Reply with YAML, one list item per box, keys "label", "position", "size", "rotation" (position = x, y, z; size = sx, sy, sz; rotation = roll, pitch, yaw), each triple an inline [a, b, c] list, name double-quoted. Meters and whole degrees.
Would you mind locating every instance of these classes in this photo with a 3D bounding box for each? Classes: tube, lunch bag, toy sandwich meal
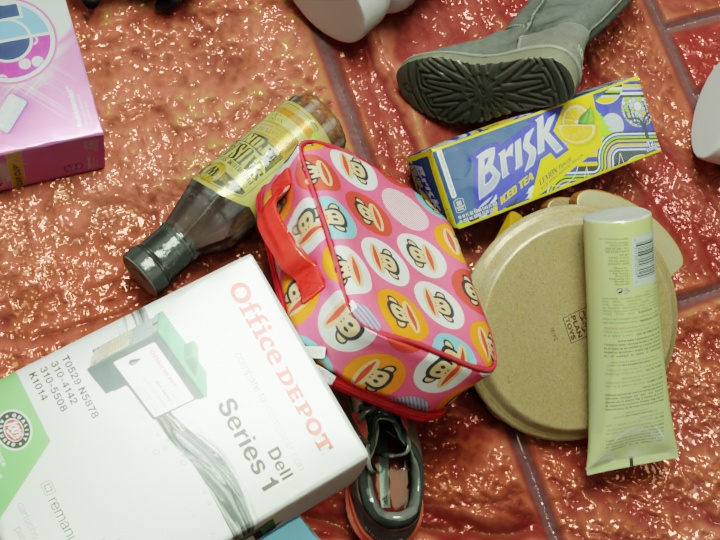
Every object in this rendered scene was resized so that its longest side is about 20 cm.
- label: "tube"
  position: [0.199, 0.055, 0.830]
  size: [0.052, 0.058, 0.202]
  rotation: [-26, 112, -56]
- label: "lunch bag"
  position: [0.000, 0.000, 0.788]
  size: [0.175, 0.082, 0.201]
  rotation: [24, 34, -36]
- label: "toy sandwich meal"
  position: [0.163, 0.033, 0.878]
  size: [0.203, 0.070, 0.207]
  rotation: [-1, 96, -13]

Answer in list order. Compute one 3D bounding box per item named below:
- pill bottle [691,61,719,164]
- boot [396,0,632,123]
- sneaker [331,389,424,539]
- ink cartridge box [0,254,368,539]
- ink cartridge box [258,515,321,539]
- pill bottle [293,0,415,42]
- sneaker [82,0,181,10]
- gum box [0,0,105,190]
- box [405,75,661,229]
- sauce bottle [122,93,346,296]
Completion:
- label: "pill bottle"
  position: [0.397, -0.115, 0.945]
  size: [0.198, 0.120, 0.121]
  rotation: [13, 70, -6]
- label: "boot"
  position: [0.145, -0.214, 0.946]
  size: [0.180, 0.073, 0.201]
  rotation: [5, 49, 30]
- label: "sneaker"
  position: [0.015, 0.102, 0.819]
  size: [0.076, 0.082, 0.202]
  rotation: [-10, 72, -13]
- label: "ink cartridge box"
  position: [-0.115, 0.102, 0.640]
  size: [0.199, 0.084, 0.147]
  rotation: [-28, 76, -17]
- label: "ink cartridge box"
  position: [-0.136, 0.219, 0.718]
  size: [0.200, 0.147, 0.146]
  rotation: [-40, 82, -21]
- label: "pill bottle"
  position: [0.031, -0.294, 0.936]
  size: [0.114, 0.114, 0.200]
  rotation: [41, 70, 4]
- label: "sneaker"
  position: [-0.151, -0.264, 0.923]
  size: [0.198, 0.077, 0.085]
  rotation: [-16, 93, -12]
- label: "gum box"
  position: [-0.281, -0.170, 0.860]
  size: [0.113, 0.066, 0.202]
  rotation: [-15, 75, -17]
- label: "box"
  position: [0.143, -0.096, 0.911]
  size: [0.199, 0.064, 0.071]
  rotation: [-21, 96, -16]
- label: "sauce bottle"
  position: [-0.098, -0.059, 0.860]
  size: [0.066, 0.066, 0.200]
  rotation: [43, 68, 5]
